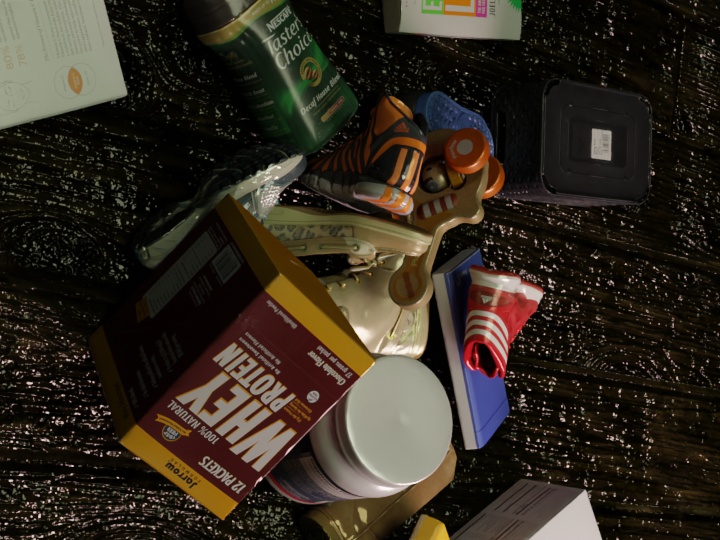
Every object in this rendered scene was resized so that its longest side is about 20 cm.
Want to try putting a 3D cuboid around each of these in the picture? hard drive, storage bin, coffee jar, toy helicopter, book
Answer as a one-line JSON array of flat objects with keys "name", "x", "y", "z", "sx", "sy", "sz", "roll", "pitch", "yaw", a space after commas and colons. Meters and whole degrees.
[{"name": "hard drive", "x": 0.129, "y": 0.087, "z": 1.567, "sx": 0.132, "sy": 0.025, "sz": 0.203, "roll": -32, "pitch": 113, "yaw": -66}, {"name": "storage bin", "x": 0.260, "y": -0.153, "z": 1.667, "sx": 0.198, "sy": 0.093, "sz": 0.138, "roll": 3, "pitch": 88, "yaw": -38}, {"name": "coffee jar", "x": -0.092, "y": -0.220, "z": 1.388, "sx": 0.104, "sy": 0.085, "sz": 0.201, "roll": -48, "pitch": 117, "yaw": -28}, {"name": "toy helicopter", "x": 0.064, "y": -0.056, "z": 1.427, "sx": 0.079, "sy": 0.130, "sz": 0.203, "roll": 46, "pitch": 58, "yaw": -60}, {"name": "book", "x": 0.108, "y": -0.339, "z": 1.579, "sx": 0.198, "sy": 0.048, "sz": 0.136, "roll": -6, "pitch": 98, "yaw": -40}]

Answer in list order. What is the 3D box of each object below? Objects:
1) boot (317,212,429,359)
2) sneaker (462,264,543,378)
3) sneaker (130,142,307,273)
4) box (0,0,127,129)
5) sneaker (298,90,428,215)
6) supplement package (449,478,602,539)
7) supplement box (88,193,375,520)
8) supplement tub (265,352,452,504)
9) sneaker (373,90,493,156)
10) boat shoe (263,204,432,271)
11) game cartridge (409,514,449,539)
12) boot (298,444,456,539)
[{"name": "boot", "x": 0.000, "y": 0.000, "z": 1.474, "sx": 0.154, "sy": 0.072, "sz": 0.204, "roll": -1, "pitch": 94, "yaw": -37}, {"name": "sneaker", "x": 0.150, "y": 0.062, "z": 1.534, "sx": 0.200, "sy": 0.077, "sz": 0.117, "roll": 21, "pitch": 82, "yaw": -67}, {"name": "sneaker", "x": -0.132, "y": -0.052, "z": 1.360, "sx": 0.199, "sy": 0.077, "sz": 0.087, "roll": -36, "pitch": 121, "yaw": -13}, {"name": "box", "x": -0.324, "y": -0.188, "z": 1.194, "sx": 0.198, "sy": 0.097, "sz": 0.126, "roll": -21, "pitch": 103, "yaw": -37}, {"name": "sneaker", "x": 0.012, "y": -0.121, "z": 1.393, "sx": 0.077, "sy": 0.199, "sz": 0.114, "roll": 24, "pitch": 84, "yaw": -33}, {"name": "supplement package", "x": 0.212, "y": 0.379, "z": 1.616, "sx": 0.155, "sy": 0.110, "sz": 0.203, "roll": -31, "pitch": 109, "yaw": -34}, {"name": "supplement box", "x": -0.124, "y": 0.074, "z": 1.249, "sx": 0.200, "sy": 0.197, "sz": 0.133, "roll": -45, "pitch": 120, "yaw": 4}, {"name": "supplement tub", "x": -0.011, "y": 0.160, "z": 1.367, "sx": 0.139, "sy": 0.199, "sz": 0.143, "roll": 8, "pitch": 75, "yaw": -29}, {"name": "sneaker", "x": 0.087, "y": -0.155, "z": 1.549, "sx": 0.200, "sy": 0.077, "sz": 0.071, "roll": 33, "pitch": 66, "yaw": -56}, {"name": "boat shoe", "x": -0.023, "y": -0.029, "z": 1.393, "sx": 0.073, "sy": 0.197, "sz": 0.064, "roll": 2, "pitch": 95, "yaw": -71}, {"name": "game cartridge", "x": 0.048, "y": 0.384, "z": 1.474, "sx": 0.177, "sy": 0.032, "sz": 0.202, "roll": 70, "pitch": 41, "yaw": -62}, {"name": "boot", "x": 0.041, "y": 0.278, "z": 1.509, "sx": 0.199, "sy": 0.066, "sz": 0.177, "roll": -37, "pitch": 114, "yaw": -34}]
